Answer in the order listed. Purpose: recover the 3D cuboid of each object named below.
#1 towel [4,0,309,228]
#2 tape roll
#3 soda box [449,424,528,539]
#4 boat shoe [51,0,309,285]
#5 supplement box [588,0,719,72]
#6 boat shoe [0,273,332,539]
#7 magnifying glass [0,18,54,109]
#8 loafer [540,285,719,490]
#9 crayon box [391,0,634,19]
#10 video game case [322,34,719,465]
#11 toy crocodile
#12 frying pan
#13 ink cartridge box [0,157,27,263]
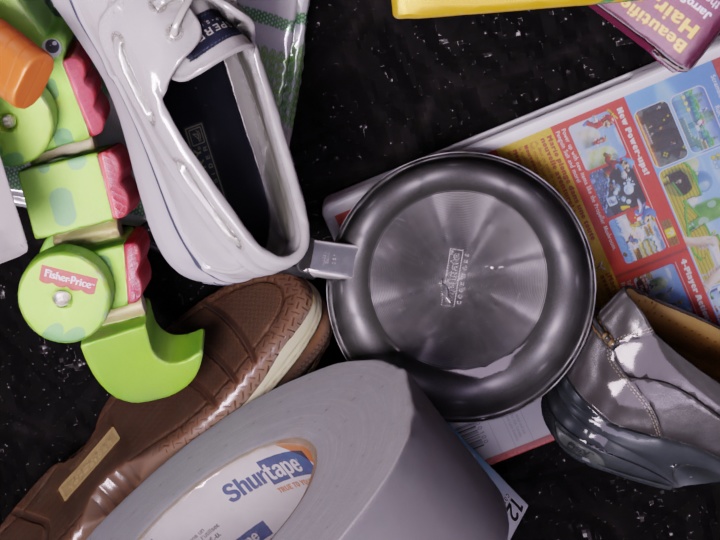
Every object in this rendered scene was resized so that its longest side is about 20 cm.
[{"bbox_3d":[-0.093,-0.113,1.107,0.148,0.031,0.201,10,110,-3],"label":"towel"},{"bbox_3d":[-0.041,0.125,1.030,0.200,0.201,0.066,-35,109,14],"label":"tape roll"},{"bbox_3d":[-0.004,0.154,1.110,0.064,0.200,0.068,45,136,-13],"label":"soda box"},{"bbox_3d":[-0.069,-0.091,1.052,0.065,0.073,0.201,-6,113,52],"label":"boat shoe"},{"bbox_3d":[0.134,-0.202,1.027,0.131,0.103,0.200,35,107,-10],"label":"supplement box"},{"bbox_3d":[-0.078,0.085,1.169,0.202,0.075,0.075,-44,128,14],"label":"boat shoe"},{"bbox_3d":[-0.200,-0.128,1.057,0.200,0.022,0.080,37,110,25],"label":"magnifying glass"},{"bbox_3d":[0.181,0.062,1.127,0.199,0.073,0.073,13,121,-18],"label":"loafer"},{"bbox_3d":[0.074,-0.163,0.963,0.198,0.051,0.128,-5,109,6],"label":"crayon box"},{"bbox_3d":[0.101,-0.004,1.147,0.199,0.017,0.144,-22,108,10],"label":"video game case"},{"bbox_3d":[-0.119,-0.039,1.085,0.061,0.068,0.201,-15,103,7],"label":"toy crocodile"},{"bbox_3d":[0.010,-0.014,1.101,0.189,0.031,0.115,32,86,8],"label":"frying pan"},{"bbox_3d":[-0.238,-0.041,1.056,0.199,0.067,0.117,-8,102,39],"label":"ink cartridge box"}]
